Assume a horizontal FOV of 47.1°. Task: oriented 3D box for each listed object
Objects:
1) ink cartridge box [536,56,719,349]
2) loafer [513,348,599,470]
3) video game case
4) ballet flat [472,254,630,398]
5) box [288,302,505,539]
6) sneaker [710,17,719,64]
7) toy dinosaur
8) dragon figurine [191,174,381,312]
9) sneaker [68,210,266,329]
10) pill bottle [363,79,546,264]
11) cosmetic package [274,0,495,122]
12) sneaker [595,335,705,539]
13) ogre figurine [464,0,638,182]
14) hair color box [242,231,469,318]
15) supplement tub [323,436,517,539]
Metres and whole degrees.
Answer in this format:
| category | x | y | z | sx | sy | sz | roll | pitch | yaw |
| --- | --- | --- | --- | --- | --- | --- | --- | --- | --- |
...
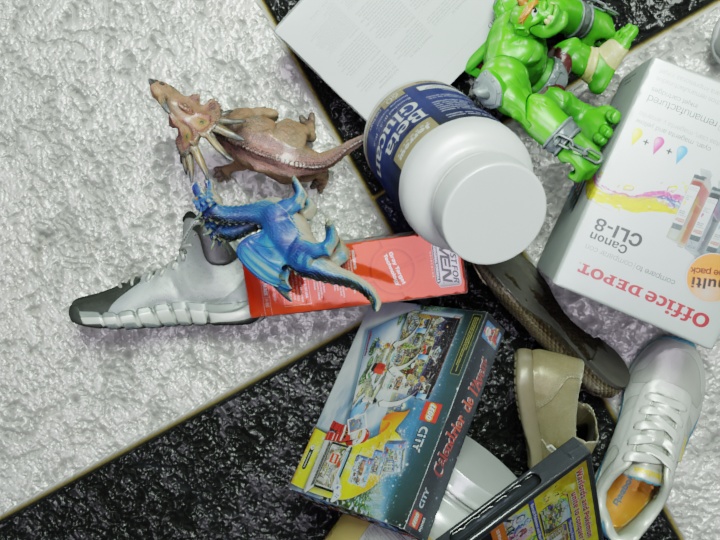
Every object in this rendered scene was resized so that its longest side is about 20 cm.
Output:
| category | x | y | z | sx | sy | sz | roll | pitch | yaw |
| --- | --- | --- | --- | --- | --- | --- | --- | --- | --- |
| ink cartridge box | 0.263 | -0.056 | 0.717 | 0.145 | 0.145 | 0.200 | 23 | 99 | 4 |
| loafer | 0.187 | 0.162 | 0.763 | 0.067 | 0.076 | 0.200 | -9 | 116 | 17 |
| video game case | 0.132 | 0.257 | 0.716 | 0.181 | 0.026 | 0.200 | -32 | 132 | -13 |
| ballet flat | 0.172 | 0.048 | 0.789 | 0.200 | 0.067 | 0.046 | 44 | 132 | -1 |
| box | 0.033 | 0.125 | 0.744 | 0.137 | 0.038 | 0.200 | 6 | 63 | 42 |
| sneaker | 0.410 | -0.197 | 0.714 | 0.200 | 0.082 | 0.075 | 10 | 97 | 7 |
| toy dinosaur | -0.093 | -0.115 | 0.769 | 0.200 | 0.136 | 0.086 | 11 | 97 | 7 |
| dragon figurine | -0.066 | -0.013 | 0.709 | 0.099 | 0.059 | 0.200 | -38 | 70 | -2 |
| sneaker | -0.192 | -0.001 | 0.833 | 0.200 | 0.075 | 0.116 | -2 | 90 | -2 |
| pill bottle | 0.076 | -0.084 | 0.690 | 0.111 | 0.200 | 0.111 | -6 | 117 | -12 |
| cosmetic package | 0.042 | -0.240 | 0.757 | 0.151 | 0.052 | 0.200 | 42 | 100 | -17 |
| sneaker | 0.272 | 0.159 | 0.769 | 0.076 | 0.081 | 0.200 | 18 | 96 | 8 |
| ogre figurine | 0.158 | -0.172 | 0.698 | 0.120 | 0.098 | 0.200 | 23 | 74 | -9 |
| hair color box | 0.000 | 0.000 | 0.784 | 0.200 | 0.102 | 0.061 | -8 | 94 | 10 |
| supplement tub | 0.051 | 0.257 | 0.778 | 0.145 | 0.145 | 0.200 | 35 | 99 | 4 |
